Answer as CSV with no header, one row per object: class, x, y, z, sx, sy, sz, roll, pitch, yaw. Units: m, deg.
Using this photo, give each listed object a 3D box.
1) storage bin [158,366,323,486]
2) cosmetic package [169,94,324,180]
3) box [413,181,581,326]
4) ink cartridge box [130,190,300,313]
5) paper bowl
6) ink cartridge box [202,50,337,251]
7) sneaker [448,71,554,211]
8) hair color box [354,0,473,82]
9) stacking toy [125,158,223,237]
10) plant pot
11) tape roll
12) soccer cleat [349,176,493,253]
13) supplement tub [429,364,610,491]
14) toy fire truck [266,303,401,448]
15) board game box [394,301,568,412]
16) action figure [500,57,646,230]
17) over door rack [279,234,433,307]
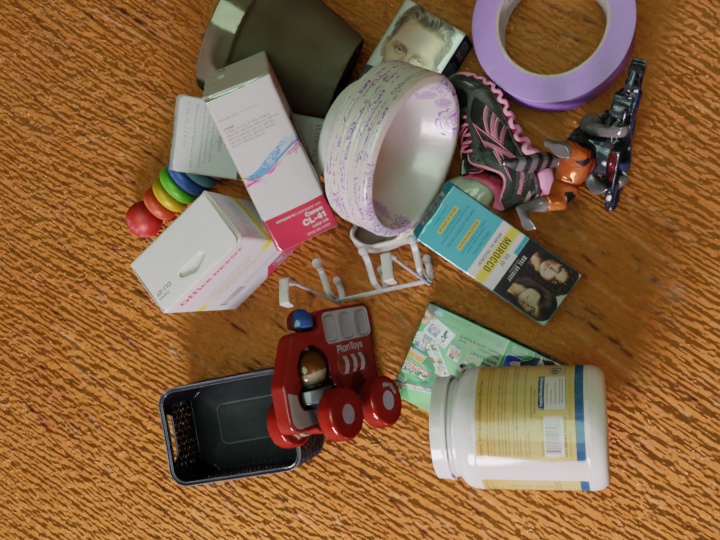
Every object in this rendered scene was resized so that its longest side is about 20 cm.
storage bin,-0.165,0.213,1.158,0.199,0.094,0.136,-12,86,16
cosmetic package,-0.151,-0.168,1.116,0.198,0.074,0.103,5,96,-17
box,0.170,-0.021,1.040,0.199,0.049,0.083,33,99,-9
ink cartridge box,-0.187,-0.021,1.111,0.145,0.200,0.084,-43,78,12
paper bowl,0.026,-0.151,0.998,0.104,0.200,0.202,26,97,29
ink cartridge box,-0.109,-0.145,1.004,0.085,0.148,0.201,-22,116,1
sneaker,0.156,-0.161,1.056,0.095,0.079,0.201,-31,78,-13
hair color box,0.052,-0.246,1.112,0.100,0.060,0.201,35,99,14
stacking toy,-0.265,-0.119,1.204,0.200,0.085,0.086,-42,78,17
plant pot,-0.097,-0.294,1.106,0.173,0.200,0.201,27,97,0
tape roll,0.244,-0.306,1.051,0.199,0.066,0.202,0,89,18
soccer cleat,0.080,-0.070,1.092,0.199,0.078,0.070,-21,84,16
supplement tub,0.191,0.186,0.990,0.198,0.145,0.146,-3,88,17
toy fire truck,-0.043,0.131,1.068,0.112,0.199,0.169,-16,83,37
board game box,0.154,0.143,1.092,0.199,0.029,0.135,25,98,16
action figure,0.264,-0.157,0.986,0.104,0.193,0.201,28,131,32
over door rack,0.000,0.000,1.050,0.147,0.200,0.067,-14,84,19
